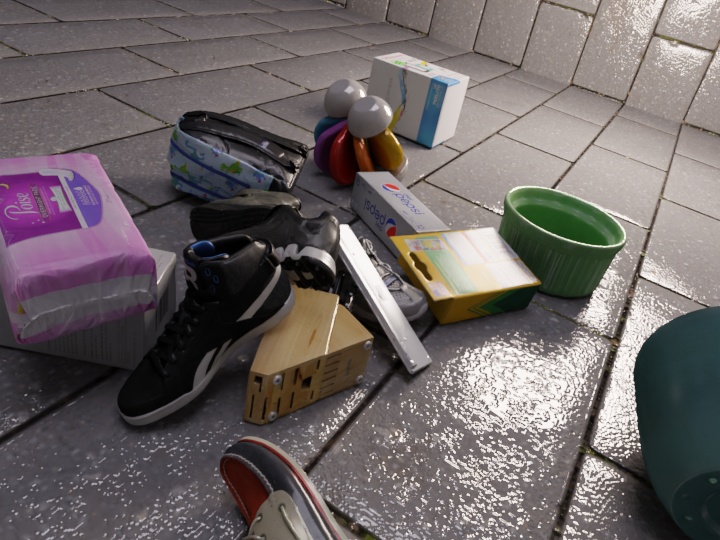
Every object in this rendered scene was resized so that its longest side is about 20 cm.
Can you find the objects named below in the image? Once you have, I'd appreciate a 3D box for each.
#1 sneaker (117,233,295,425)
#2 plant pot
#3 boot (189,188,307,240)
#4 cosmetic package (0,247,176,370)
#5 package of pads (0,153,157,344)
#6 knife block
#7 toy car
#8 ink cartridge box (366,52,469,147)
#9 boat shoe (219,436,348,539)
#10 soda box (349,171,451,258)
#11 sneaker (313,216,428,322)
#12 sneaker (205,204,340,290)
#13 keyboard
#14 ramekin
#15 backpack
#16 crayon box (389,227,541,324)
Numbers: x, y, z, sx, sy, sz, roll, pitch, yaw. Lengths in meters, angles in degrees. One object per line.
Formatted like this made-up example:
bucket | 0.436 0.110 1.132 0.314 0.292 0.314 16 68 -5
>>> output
sneaker | -0.157 0.039 0.553 0.199 0.114 0.072 -40 46 -21
plant pot | 0.358 0.164 0.565 0.196 0.204 0.162 22 43 13
boot | -0.110 -0.072 0.771 0.195 0.070 0.130 12 28 24
cosmetic package | -0.301 0.022 0.618 0.194 0.083 0.114 11 30 -3
package of pads | -0.276 -0.029 0.556 0.118 0.077 0.200 -12 44 -35
knife block | -0.076 0.060 0.666 0.196 0.066 0.175 -15 41 -39
toy car | -0.014 -0.229 1.094 0.149 0.177 0.200 -36 48 -8
ink cartridge box | 0.128 -0.406 1.416 0.196 0.150 0.146 25 32 19
boat shoe | -0.051 0.206 0.442 0.062 0.073 0.199 -20 50 -40
soda box | 0.058 -0.085 0.955 0.067 0.065 0.201 -5 36 -30
sneaker | 0.000 0.000 0.775 0.196 0.084 0.075 26 32 18
sneaker | -0.101 -0.028 0.666 0.195 0.067 0.092 0 55 30
keyboard | 0.020 0.028 0.715 0.203 0.011 0.056 59 24 14
ramekin | 0.312 -0.046 0.965 0.194 0.100 0.202 10 31 -6
backpack | -0.197 -0.167 0.923 0.197 0.155 0.165 31 33 -14
crayon box | 0.140 0.004 0.842 0.195 0.052 0.127 -6 46 -32
